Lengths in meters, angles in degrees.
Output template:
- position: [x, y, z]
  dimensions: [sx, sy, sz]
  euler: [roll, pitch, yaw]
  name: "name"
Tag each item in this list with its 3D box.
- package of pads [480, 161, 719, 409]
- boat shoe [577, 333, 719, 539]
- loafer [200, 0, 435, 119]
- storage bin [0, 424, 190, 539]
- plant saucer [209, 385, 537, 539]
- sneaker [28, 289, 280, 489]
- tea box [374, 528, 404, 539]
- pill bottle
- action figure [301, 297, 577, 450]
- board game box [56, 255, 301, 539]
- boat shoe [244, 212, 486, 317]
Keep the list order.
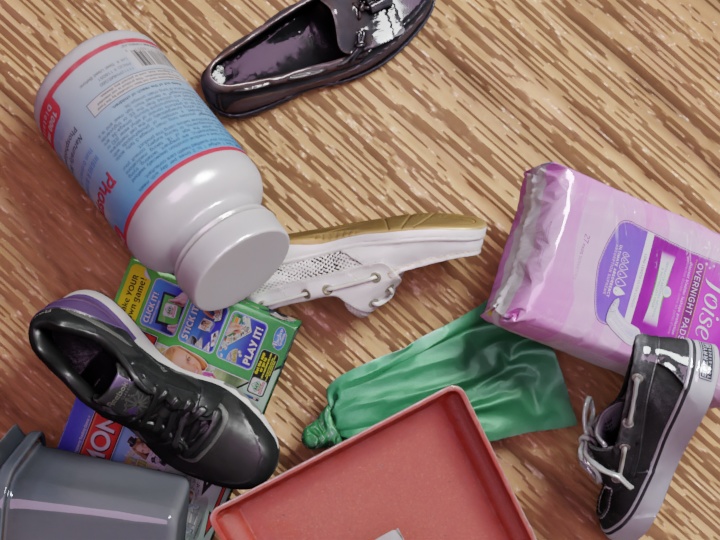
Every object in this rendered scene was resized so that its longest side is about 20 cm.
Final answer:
- position: [0.193, 0.013, 0.919]
  dimensions: [0.199, 0.076, 0.121]
  euler: [21, 82, -19]
  name: "package of pads"
- position: [0.188, 0.120, 0.896]
  dimensions: [0.068, 0.200, 0.074]
  euler: [12, 49, 1]
  name: "boat shoe"
- position: [-0.030, -0.177, 0.971]
  dimensions: [0.199, 0.063, 0.072]
  euler: [-28, 86, -2]
  name: "loafer"
- position: [-0.196, 0.223, 0.888]
  dimensions: [0.134, 0.146, 0.201]
  euler: [6, 100, -1]
  name: "storage bin"
- position: [0.021, 0.203, 0.927]
  dimensions: [0.199, 0.037, 0.200]
  euler: [-27, 108, 0]
  name: "plant saucer"
- position: [-0.149, 0.095, 0.890]
  dimensions: [0.200, 0.088, 0.076]
  euler: [35, 97, 1]
  name: "sneaker"
- position: [0.001, 0.326, 0.868]
  dimensions: [0.196, 0.134, 0.201]
  euler: [-31, 106, -2]
  name: "tea box"
- position: [-0.141, -0.070, 0.917]
  dimensions: [0.109, 0.109, 0.200]
  euler: [-39, 68, -2]
  name: "pill bottle"
- position: [0.049, 0.092, 0.954]
  dimensions: [0.199, 0.055, 0.119]
  euler: [-19, 87, -5]
  name: "action figure"
- position: [-0.143, 0.105, 0.949]
  dimensions: [0.134, 0.029, 0.201]
  euler: [22, 97, 2]
  name: "board game box"
- position: [0.000, 0.000, 0.956]
  dimensions: [0.199, 0.071, 0.070]
  euler: [-8, 97, 14]
  name: "boat shoe"
